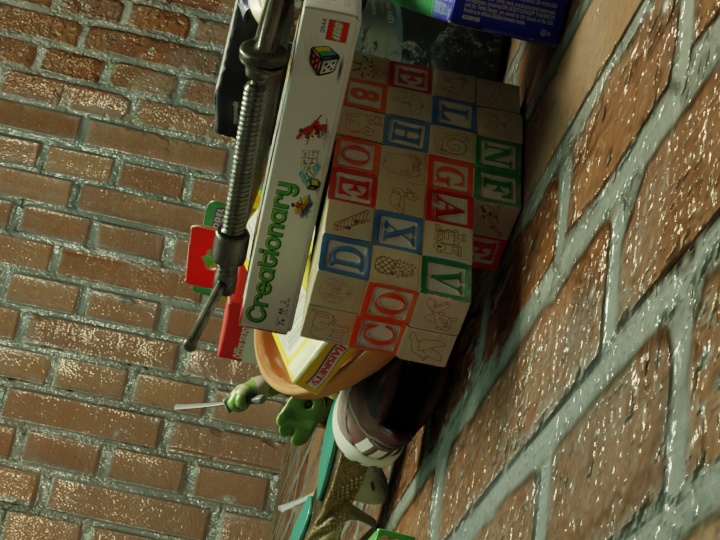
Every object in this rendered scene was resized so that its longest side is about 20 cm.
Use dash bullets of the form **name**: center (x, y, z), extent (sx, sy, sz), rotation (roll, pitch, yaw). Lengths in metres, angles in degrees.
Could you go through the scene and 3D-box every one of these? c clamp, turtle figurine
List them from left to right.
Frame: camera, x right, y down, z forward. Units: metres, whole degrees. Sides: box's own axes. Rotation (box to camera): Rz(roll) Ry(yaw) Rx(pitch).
- **c clamp**: center (-0.062, -0.076, 0.815), extent (0.171, 0.027, 0.200), rotation (-76, -1, -62)
- **turtle figurine**: center (-0.056, 0.162, 1.298), extent (0.194, 0.200, 0.144), rotation (-170, 58, -82)

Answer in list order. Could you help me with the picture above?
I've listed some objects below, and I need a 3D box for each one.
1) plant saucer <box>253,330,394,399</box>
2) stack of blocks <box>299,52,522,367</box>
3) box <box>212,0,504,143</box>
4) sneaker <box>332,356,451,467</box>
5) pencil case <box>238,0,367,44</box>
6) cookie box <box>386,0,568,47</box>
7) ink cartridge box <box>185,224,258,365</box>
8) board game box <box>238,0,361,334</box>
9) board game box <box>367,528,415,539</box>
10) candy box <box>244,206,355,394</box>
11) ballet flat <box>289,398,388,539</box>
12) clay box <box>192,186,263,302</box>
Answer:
- **plant saucer**: center (0.000, 0.000, 0.957), extent (0.200, 0.037, 0.200), rotation (-37, 37, 35)
- **stack of blocks**: center (0.034, -0.040, 0.828), extent (0.200, 0.115, 0.059), rotation (-83, 7, -45)
- **box**: center (0.006, -0.189, 1.043), extent (0.117, 0.200, 0.197), rotation (120, 162, -78)
- **sneaker**: center (0.038, 0.036, 0.971), extent (0.116, 0.076, 0.200), rotation (145, 134, -67)
- **pencil case**: center (-0.017, -0.238, 0.872), extent (0.089, 0.078, 0.200), rotation (46, 134, 28)
- **cookie box**: center (0.080, -0.252, 0.841), extent (0.171, 0.075, 0.200), rotation (-135, 56, -66)
- **ink cartridge box**: center (-0.048, 0.034, 1.116), extent (0.116, 0.200, 0.067), rotation (110, 171, -63)
- **board game box**: center (-0.036, -0.078, 0.837), extent (0.126, 0.035, 0.200), rotation (-89, 12, -65)
- **board game box**: center (-0.002, 0.271, 0.995), extent (0.200, 0.029, 0.135), rotation (113, 170, -68)
- **candy box**: center (-0.031, -0.009, 0.950), extent (0.102, 0.026, 0.200), rotation (-48, 31, 13)
- **ballet flat**: center (-0.013, 0.189, 1.134), extent (0.071, 0.065, 0.200), rotation (-87, 13, -59)
- **clay box**: center (-0.052, -0.013, 1.310), extent (0.048, 0.200, 0.115), rotation (-83, 8, -55)
